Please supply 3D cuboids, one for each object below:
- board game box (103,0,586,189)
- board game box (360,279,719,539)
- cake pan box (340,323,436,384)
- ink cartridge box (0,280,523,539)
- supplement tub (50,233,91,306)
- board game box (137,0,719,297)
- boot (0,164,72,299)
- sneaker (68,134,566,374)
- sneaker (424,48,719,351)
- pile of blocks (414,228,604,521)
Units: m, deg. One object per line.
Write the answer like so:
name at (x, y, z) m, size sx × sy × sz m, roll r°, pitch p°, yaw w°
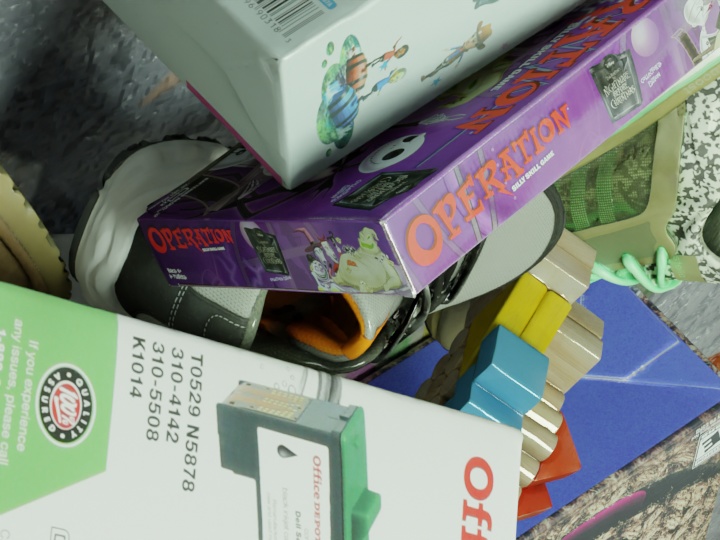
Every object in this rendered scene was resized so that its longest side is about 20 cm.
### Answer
board game box at (0.015, -0.133, 0.797) m, size 0.200 × 0.148 × 0.064 m, roll -34°, pitch 149°, yaw -18°
board game box at (0.056, 0.113, 1.150) m, size 0.159 × 0.097 × 0.200 m, roll -31°, pitch 150°, yaw -22°
cake pan box at (-0.003, 0.054, 1.148) m, size 0.184 × 0.052 × 0.201 m, roll -10°, pitch 138°, yaw -44°
ink cartridge box at (-0.053, 0.098, 0.808) m, size 0.199 × 0.147 × 0.084 m, roll 16°, pitch 159°, yaw -34°
supplement tub at (-0.103, 0.101, 0.973) m, size 0.144 × 0.144 × 0.201 m, roll -25°, pitch 148°, yaw -32°
board game box at (0.041, -0.057, 0.811) m, size 0.200 × 0.120 × 0.032 m, roll -38°, pitch 117°, yaw -31°
boot at (-0.197, 0.013, 0.818) m, size 0.200 × 0.066 × 0.175 m, roll -39°, pitch 144°, yaw -8°
sneaker at (0.000, 0.000, 0.900) m, size 0.200 × 0.079 × 0.074 m, roll -9°, pitch 130°, yaw -46°
sneaker at (0.099, -0.018, 1.014) m, size 0.200 × 0.089 × 0.077 m, roll -45°, pitch 166°, yaw 35°
pile of blocks at (0.039, 0.082, 0.984) m, size 0.201 × 0.062 × 0.082 m, roll -57°, pitch -165°, yaw -1°
